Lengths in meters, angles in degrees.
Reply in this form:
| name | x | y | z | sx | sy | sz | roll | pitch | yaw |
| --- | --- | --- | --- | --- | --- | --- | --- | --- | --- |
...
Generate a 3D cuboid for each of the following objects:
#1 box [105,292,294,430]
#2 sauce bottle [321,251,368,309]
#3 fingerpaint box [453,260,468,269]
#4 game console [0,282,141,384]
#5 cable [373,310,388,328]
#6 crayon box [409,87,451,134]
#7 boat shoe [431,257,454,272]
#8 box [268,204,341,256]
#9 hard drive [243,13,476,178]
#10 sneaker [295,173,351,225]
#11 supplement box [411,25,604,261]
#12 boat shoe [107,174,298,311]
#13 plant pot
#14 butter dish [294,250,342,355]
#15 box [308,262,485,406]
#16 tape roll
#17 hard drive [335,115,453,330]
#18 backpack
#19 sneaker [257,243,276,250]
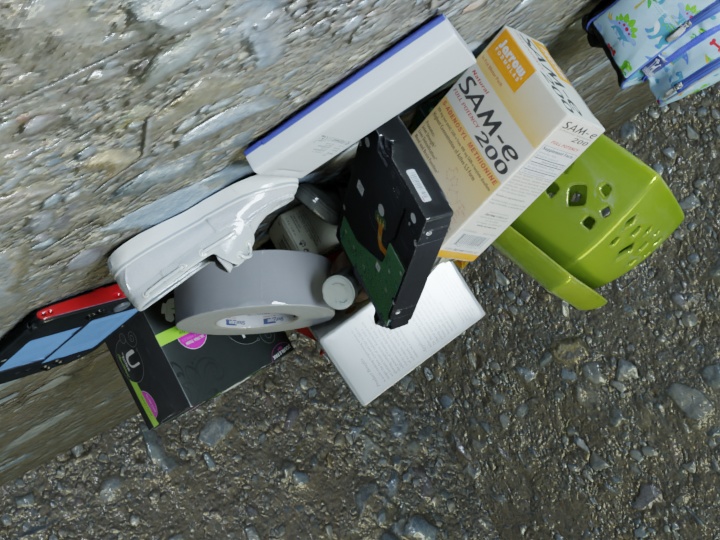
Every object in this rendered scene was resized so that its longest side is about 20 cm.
| name | x | y | z | sx | sy | sz | roll | pitch | yaw |
| --- | --- | --- | --- | --- | --- | --- | --- | --- | --- |
| box | -0.222 | 0.102 | 1.244 | 0.124 | 0.150 | 0.199 | -32 | 177 | 43 |
| sauce bottle | 0.000 | 0.000 | 1.095 | 0.064 | 0.065 | 0.200 | -31 | -176 | 18 |
| fingerpaint box | 0.173 | -0.123 | 1.237 | 0.201 | 0.073 | 0.167 | -50 | 162 | -10 |
| game console | -0.327 | 0.072 | 0.989 | 0.199 | 0.031 | 0.176 | -35 | 175 | 35 |
| cable | 0.044 | -0.037 | 1.048 | 0.202 | 0.050 | 0.097 | -65 | -159 | -2 |
| crayon box | 0.123 | -0.177 | 1.077 | 0.125 | 0.052 | 0.200 | -30 | 176 | -5 |
| boat shoe | 0.102 | -0.045 | 1.074 | 0.201 | 0.062 | 0.071 | -57 | -150 | 13 |
| box | -0.017 | -0.074 | 1.174 | 0.198 | 0.069 | 0.082 | -28 | 176 | -21 |
| hard drive | 0.004 | -0.146 | 0.785 | 0.198 | 0.026 | 0.132 | -32 | 176 | 15 |
| sneaker | 0.001 | -0.099 | 1.068 | 0.105 | 0.060 | 0.199 | -56 | 150 | 6 |
| supplement box | 0.128 | -0.122 | 0.902 | 0.073 | 0.127 | 0.200 | 6 | 136 | -45 |
| boat shoe | -0.138 | -0.029 | 0.852 | 0.198 | 0.069 | 0.072 | -29 | 176 | -19 |
| plant pot | 0.260 | -0.073 | 1.121 | 0.183 | 0.199 | 0.199 | -54 | 150 | 9 |
| butter dish | -0.082 | 0.021 | 1.416 | 0.200 | 0.145 | 0.203 | 121 | -15 | -83 |
| box | 0.041 | 0.065 | 1.201 | 0.199 | 0.107 | 0.152 | -36 | -169 | -5 |
| tape roll | -0.130 | 0.031 | 1.103 | 0.197 | 0.067 | 0.200 | -5 | 169 | -1 |
| hard drive | 0.030 | -0.047 | 0.931 | 0.037 | 0.141 | 0.201 | -15 | 149 | -22 |
| backpack | 0.367 | -0.280 | 0.938 | 0.182 | 0.148 | 0.200 | -30 | 174 | -33 |
| sneaker | -0.081 | 0.001 | 1.241 | 0.069 | 0.110 | 0.199 | -21 | -179 | -31 |
